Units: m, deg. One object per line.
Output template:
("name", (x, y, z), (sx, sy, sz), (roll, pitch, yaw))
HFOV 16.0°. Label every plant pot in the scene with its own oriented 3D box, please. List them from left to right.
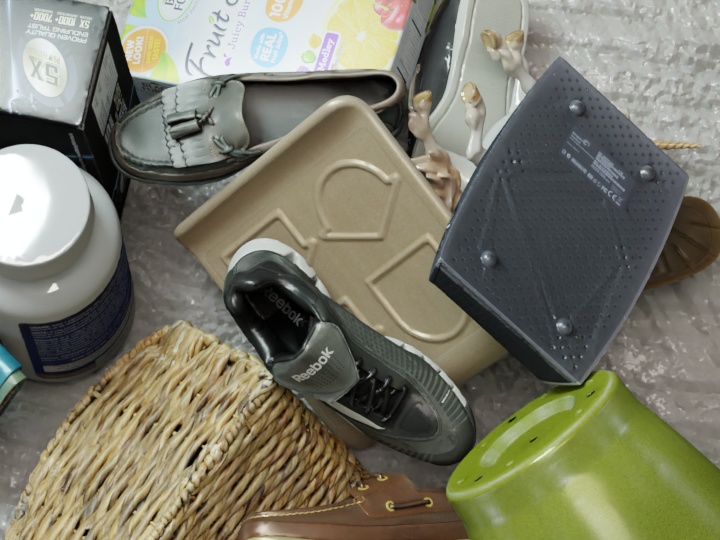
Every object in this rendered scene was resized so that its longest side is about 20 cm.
("plant pot", (0.157, 0.174, 1.583), (0.200, 0.200, 0.193), (-37, 99, -9))

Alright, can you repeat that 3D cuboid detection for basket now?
("basket", (-0.120, 0.156, 1.701), (0.142, 0.149, 0.200), (25, 73, 43))

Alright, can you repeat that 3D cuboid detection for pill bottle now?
("pill bottle", (-0.208, -0.007, 1.676), (0.110, 0.200, 0.111), (0, 70, -1))

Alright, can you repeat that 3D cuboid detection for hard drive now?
("hard drive", (0.124, -0.029, 1.634), (0.135, 0.042, 0.200), (41, 51, -12))

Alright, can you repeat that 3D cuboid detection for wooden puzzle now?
("wooden puzzle", (0.000, 0.000, 1.684), (0.200, 0.185, 0.046), (49, 37, -5))

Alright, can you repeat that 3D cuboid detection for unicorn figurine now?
("unicorn figurine", (0.113, -0.092, 1.735), (0.200, 0.074, 0.138), (-36, 116, -17))

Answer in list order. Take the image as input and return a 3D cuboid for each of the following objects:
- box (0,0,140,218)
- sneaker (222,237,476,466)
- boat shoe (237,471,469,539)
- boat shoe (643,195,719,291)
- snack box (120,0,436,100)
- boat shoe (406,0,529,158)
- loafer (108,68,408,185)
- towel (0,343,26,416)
("box", (-0.240, -0.114, 1.711), (0.163, 0.200, 0.086), (11, 73, 5))
("sneaker", (-0.014, 0.061, 1.632), (0.200, 0.090, 0.067), (40, 106, 3))
("boat shoe", (0.010, 0.168, 1.669), (0.199, 0.072, 0.068), (3, 64, -24))
("boat shoe", (0.144, -0.003, 1.730), (0.199, 0.065, 0.072), (-17, 92, -11))
("snack box", (-0.057, -0.173, 1.782), (0.199, 0.053, 0.143), (13, 73, 18))
("boat shoe", (0.063, -0.110, 1.775), (0.074, 0.060, 0.201), (17, 76, -29))
("loafer", (-0.066, -0.104, 1.673), (0.199, 0.063, 0.072), (-10, 76, -10))
("towel", (-0.317, 0.048, 1.714), (0.200, 0.022, 0.147), (46, 124, 14))
